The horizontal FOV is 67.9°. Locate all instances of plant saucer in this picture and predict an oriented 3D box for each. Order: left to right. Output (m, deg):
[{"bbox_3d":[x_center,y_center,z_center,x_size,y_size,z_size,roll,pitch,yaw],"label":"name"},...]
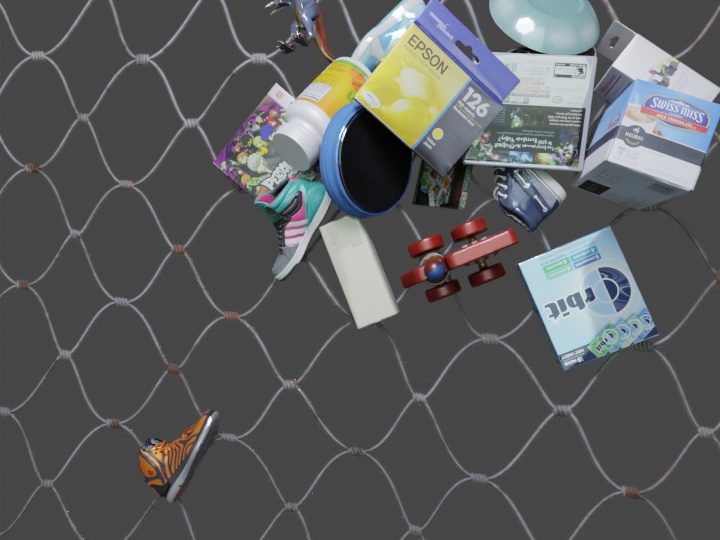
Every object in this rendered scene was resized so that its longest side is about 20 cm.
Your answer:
[{"bbox_3d":[0.323,-0.452,0.917,0.199,0.039,0.203,3,61,-6],"label":"plant saucer"}]

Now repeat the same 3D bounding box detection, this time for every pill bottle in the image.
[{"bbox_3d":[-0.063,-0.272,0.945,0.111,0.111,0.200,34,66,8],"label":"pill bottle"}]

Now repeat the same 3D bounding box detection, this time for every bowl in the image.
[{"bbox_3d":[0.018,-0.192,0.932,0.039,0.200,0.203,11,89,45],"label":"bowl"}]

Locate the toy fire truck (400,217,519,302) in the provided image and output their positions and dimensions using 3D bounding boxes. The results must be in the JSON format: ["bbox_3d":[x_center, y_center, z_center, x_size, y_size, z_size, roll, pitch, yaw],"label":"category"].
[{"bbox_3d":[0.161,-0.019,0.910,0.199,0.168,0.113,-21,85,7],"label":"toy fire truck"}]

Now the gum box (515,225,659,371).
[{"bbox_3d":[0.391,0.049,0.935,0.169,0.045,0.201,-22,86,7],"label":"gum box"}]

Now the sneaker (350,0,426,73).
[{"bbox_3d":[0.076,-0.394,0.983,0.200,0.080,0.131,-45,81,6],"label":"sneaker"}]

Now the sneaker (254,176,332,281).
[{"bbox_3d":[-0.144,-0.086,0.974,0.120,0.084,0.201,25,103,-20],"label":"sneaker"}]

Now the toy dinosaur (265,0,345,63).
[{"bbox_3d":[-0.112,-0.512,1.038,0.199,0.105,0.183,21,76,-28],"label":"toy dinosaur"}]

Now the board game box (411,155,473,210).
[{"bbox_3d":[0.159,-0.212,0.967,0.104,0.023,0.202,13,91,43],"label":"board game box"}]

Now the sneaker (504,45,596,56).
[{"bbox_3d":[0.323,-0.358,0.933,0.198,0.099,0.071,-18,83,6],"label":"sneaker"}]

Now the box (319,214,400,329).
[{"bbox_3d":[0.000,0.000,0.985,0.082,0.068,0.202,-21,85,8],"label":"box"}]

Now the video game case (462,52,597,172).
[{"bbox_3d":[0.278,-0.263,0.892,0.198,0.023,0.184,5,99,7],"label":"video game case"}]

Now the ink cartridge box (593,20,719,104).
[{"bbox_3d":[0.474,-0.315,0.900,0.200,0.115,0.068,39,93,9],"label":"ink cartridge box"}]

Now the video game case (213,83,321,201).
[{"bbox_3d":[-0.156,-0.226,1.034,0.181,0.036,0.200,41,94,8],"label":"video game case"}]

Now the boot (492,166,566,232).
[{"bbox_3d":[0.262,-0.163,0.947,0.200,0.073,0.090,43,89,7],"label":"boot"}]

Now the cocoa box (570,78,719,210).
[{"bbox_3d":[0.445,-0.192,0.856,0.132,0.200,0.132,22,91,8],"label":"cocoa box"}]

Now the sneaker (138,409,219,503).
[{"bbox_3d":[-0.357,0.337,1.024,0.112,0.078,0.201,31,93,8],"label":"sneaker"}]

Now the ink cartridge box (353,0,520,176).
[{"bbox_3d":[0.125,-0.291,0.859,0.197,0.047,0.200,38,104,-10],"label":"ink cartridge box"}]
